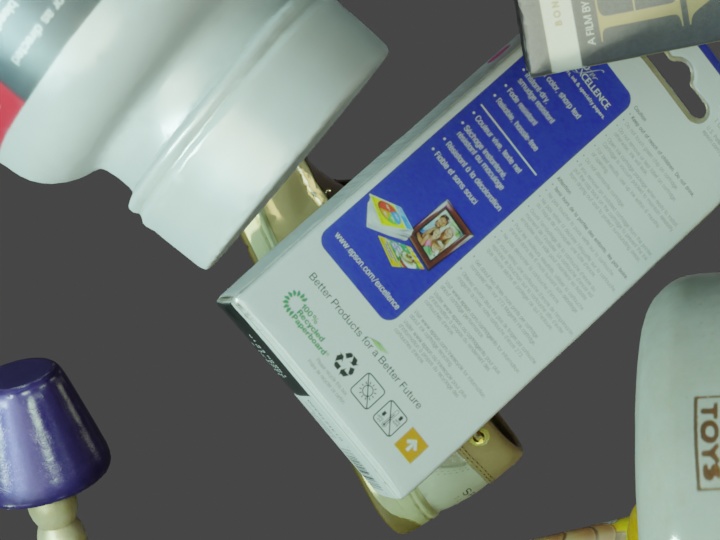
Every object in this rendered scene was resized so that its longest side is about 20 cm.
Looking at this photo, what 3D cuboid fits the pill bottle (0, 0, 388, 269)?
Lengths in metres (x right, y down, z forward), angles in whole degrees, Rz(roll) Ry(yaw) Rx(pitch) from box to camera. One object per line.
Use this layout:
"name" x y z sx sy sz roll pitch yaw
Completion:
"pill bottle" -0.096 -0.097 0.645 0.200 0.120 0.120 40 113 -2

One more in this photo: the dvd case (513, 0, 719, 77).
"dvd case" 0.142 -0.156 0.718 0.200 0.016 0.149 -10 107 5

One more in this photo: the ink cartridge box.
"ink cartridge box" 0.052 -0.018 0.766 0.200 0.037 0.095 -41 100 -12

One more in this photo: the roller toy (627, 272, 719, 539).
"roller toy" 0.163 0.086 0.736 0.140 0.182 0.200 -5 110 14

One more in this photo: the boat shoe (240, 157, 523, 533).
"boat shoe" 0.000 0.000 0.805 0.066 0.074 0.200 -24 105 5

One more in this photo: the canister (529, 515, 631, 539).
"canister" 0.031 0.183 0.825 0.200 0.149 0.087 -15 141 15

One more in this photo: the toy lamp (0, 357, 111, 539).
"toy lamp" -0.119 0.133 0.885 0.058 0.058 0.200 -6 111 14
